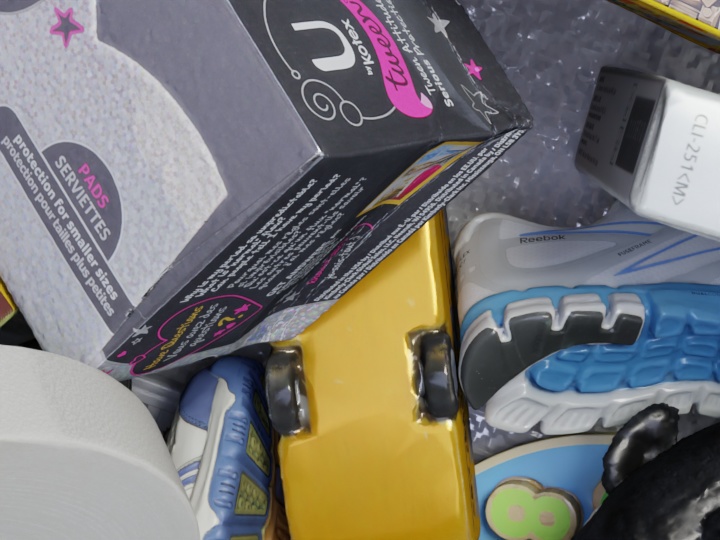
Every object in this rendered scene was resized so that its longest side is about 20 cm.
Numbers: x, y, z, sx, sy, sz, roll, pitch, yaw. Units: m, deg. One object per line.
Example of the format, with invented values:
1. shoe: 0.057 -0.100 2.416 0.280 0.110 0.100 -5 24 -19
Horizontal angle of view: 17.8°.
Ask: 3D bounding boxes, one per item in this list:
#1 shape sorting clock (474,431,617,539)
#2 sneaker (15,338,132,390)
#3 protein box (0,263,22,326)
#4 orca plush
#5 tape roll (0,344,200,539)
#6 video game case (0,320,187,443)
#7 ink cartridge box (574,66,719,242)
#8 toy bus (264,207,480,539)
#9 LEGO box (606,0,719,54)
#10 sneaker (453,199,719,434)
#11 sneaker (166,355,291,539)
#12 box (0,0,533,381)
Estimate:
1. shape sorting clock: 0.089 0.159 0.831 0.199 0.039 0.201 2 96 14
2. sneaker: -0.137 0.097 0.811 0.071 0.098 0.201 32 120 -5
3. protein box: -0.215 0.006 0.747 0.200 0.199 0.135 -35 95 11
4. orca plush: 0.147 0.085 0.745 0.199 0.071 0.106 -13 83 -6
5. tape roll: -0.146 0.100 0.680 0.202 0.203 0.037 -31 57 4
6. video game case: -0.102 0.136 0.858 0.142 0.018 0.201 20 97 -2
7. ink cartridge box: 0.163 -0.020 0.743 0.173 0.200 0.044 16 96 -1
8. toy bus: 0.000 0.000 0.800 0.065 0.078 0.201 -7 88 7
9. LEGO box: 0.097 -0.122 0.732 0.148 0.200 0.078 24 97 -2
10. sneaker: 0.124 0.009 0.815 0.199 0.087 0.075 7 131 -19
11. sneaker: -0.076 0.122 0.787 0.088 0.075 0.201 -1 63 21
12. box: -0.068 -0.084 0.706 0.132 0.114 0.201 -41 72 34
